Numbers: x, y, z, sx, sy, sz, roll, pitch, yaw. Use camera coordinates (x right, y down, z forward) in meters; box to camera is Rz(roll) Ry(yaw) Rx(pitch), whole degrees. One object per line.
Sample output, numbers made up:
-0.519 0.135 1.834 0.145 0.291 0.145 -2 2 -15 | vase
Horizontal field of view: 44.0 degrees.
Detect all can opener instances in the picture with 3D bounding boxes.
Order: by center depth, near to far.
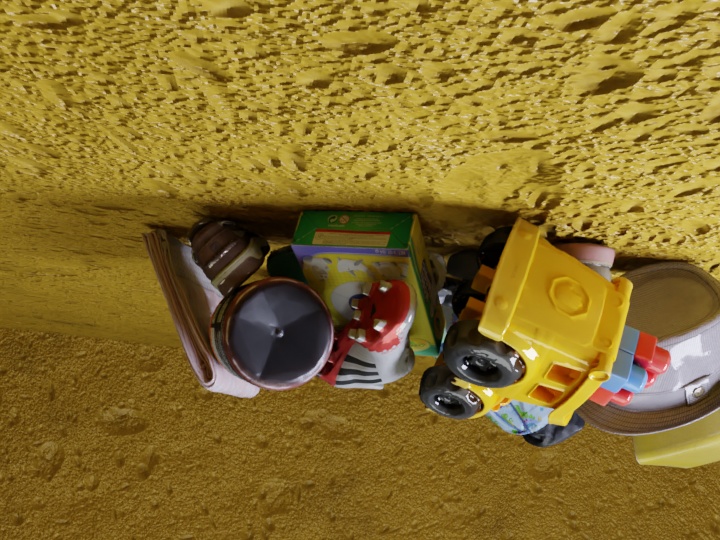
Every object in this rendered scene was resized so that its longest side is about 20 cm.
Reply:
0.094 0.006 0.985 0.053 0.067 0.200 11 -178 -30 | can opener

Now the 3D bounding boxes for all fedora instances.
0.286 0.061 0.880 0.199 0.178 0.090 -19 138 6 | fedora

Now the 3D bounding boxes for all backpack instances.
0.176 0.112 1.114 0.153 0.201 0.163 -27 -171 12 | backpack

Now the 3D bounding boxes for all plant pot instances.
0.463 0.142 1.158 0.176 0.201 0.200 -17 159 35 | plant pot

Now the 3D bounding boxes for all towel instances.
-0.179 0.056 1.044 0.032 0.192 0.200 -24 167 3 | towel

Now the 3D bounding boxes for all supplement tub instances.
-0.097 0.063 0.902 0.106 0.108 0.200 8 175 -14 | supplement tub

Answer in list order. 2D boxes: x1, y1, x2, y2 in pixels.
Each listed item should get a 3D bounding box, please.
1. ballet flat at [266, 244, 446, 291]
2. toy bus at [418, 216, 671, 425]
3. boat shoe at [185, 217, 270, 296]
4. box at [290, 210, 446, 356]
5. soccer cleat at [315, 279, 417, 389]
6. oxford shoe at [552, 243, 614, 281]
0.000 0.000 0.951 0.199 0.072 0.072 4 170 21 | ballet flat
0.168 0.075 0.807 0.191 0.136 0.200 24 146 1 | toy bus
-0.139 -0.025 0.912 0.075 0.075 0.202 47 173 -7 | boat shoe
0.015 0.024 0.876 0.117 0.049 0.200 2 145 19 | box
0.022 0.066 0.840 0.085 0.069 0.200 17 149 -16 | soccer cleat
0.184 0.021 0.909 0.070 0.074 0.200 7 171 -14 | oxford shoe
